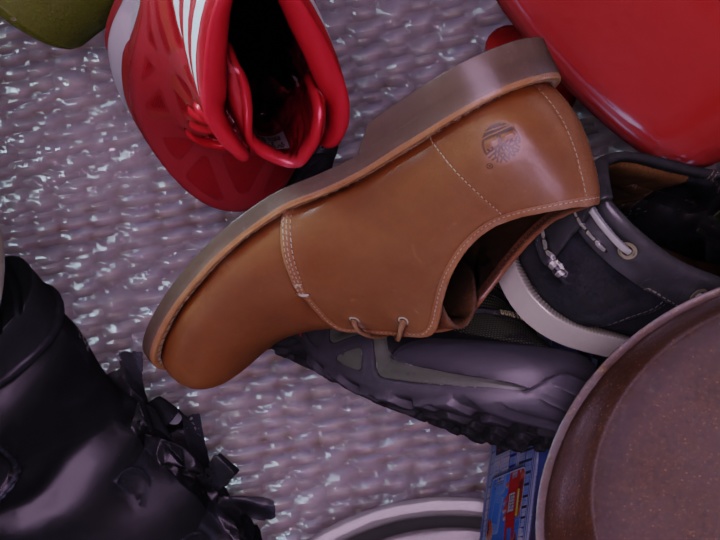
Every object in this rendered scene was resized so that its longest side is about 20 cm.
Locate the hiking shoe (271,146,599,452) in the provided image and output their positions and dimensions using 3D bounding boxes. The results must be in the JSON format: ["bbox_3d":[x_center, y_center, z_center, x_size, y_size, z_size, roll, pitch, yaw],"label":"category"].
[{"bbox_3d":[0.020,0.000,1.103,0.200,0.076,0.101,22,89,48],"label":"hiking shoe"}]

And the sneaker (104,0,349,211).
[{"bbox_3d":[-0.047,-0.059,1.059,0.078,0.200,0.116,-13,54,-3],"label":"sneaker"}]

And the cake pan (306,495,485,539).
[{"bbox_3d":[0.035,0.188,1.166,0.199,0.037,0.201,0,89,2],"label":"cake pan"}]

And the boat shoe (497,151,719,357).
[{"bbox_3d":[0.148,0.000,1.065,0.199,0.072,0.068,9,134,-29],"label":"boat shoe"}]

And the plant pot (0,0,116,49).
[{"bbox_3d":[-0.082,-0.191,1.112,0.193,0.200,0.201,-40,88,14],"label":"plant pot"}]

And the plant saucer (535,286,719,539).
[{"bbox_3d":[0.161,0.085,1.037,0.199,0.035,0.201,2,115,5],"label":"plant saucer"}]

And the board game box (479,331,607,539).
[{"bbox_3d":[0.125,0.090,1.125,0.200,0.062,0.200,25,74,-10],"label":"board game box"}]

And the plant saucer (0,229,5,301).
[{"bbox_3d":[-0.202,0.045,1.058,0.200,0.200,0.050,-36,131,2],"label":"plant saucer"}]

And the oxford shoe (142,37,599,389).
[{"bbox_3d":[0.000,0.000,1.030,0.200,0.071,0.071,-34,78,36],"label":"oxford shoe"}]

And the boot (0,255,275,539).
[{"bbox_3d":[-0.146,0.102,1.133,0.198,0.073,0.163,-36,121,4],"label":"boot"}]

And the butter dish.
[{"bbox_3d":[0.108,-0.112,1.113,0.148,0.199,0.200,-40,90,25],"label":"butter dish"}]
